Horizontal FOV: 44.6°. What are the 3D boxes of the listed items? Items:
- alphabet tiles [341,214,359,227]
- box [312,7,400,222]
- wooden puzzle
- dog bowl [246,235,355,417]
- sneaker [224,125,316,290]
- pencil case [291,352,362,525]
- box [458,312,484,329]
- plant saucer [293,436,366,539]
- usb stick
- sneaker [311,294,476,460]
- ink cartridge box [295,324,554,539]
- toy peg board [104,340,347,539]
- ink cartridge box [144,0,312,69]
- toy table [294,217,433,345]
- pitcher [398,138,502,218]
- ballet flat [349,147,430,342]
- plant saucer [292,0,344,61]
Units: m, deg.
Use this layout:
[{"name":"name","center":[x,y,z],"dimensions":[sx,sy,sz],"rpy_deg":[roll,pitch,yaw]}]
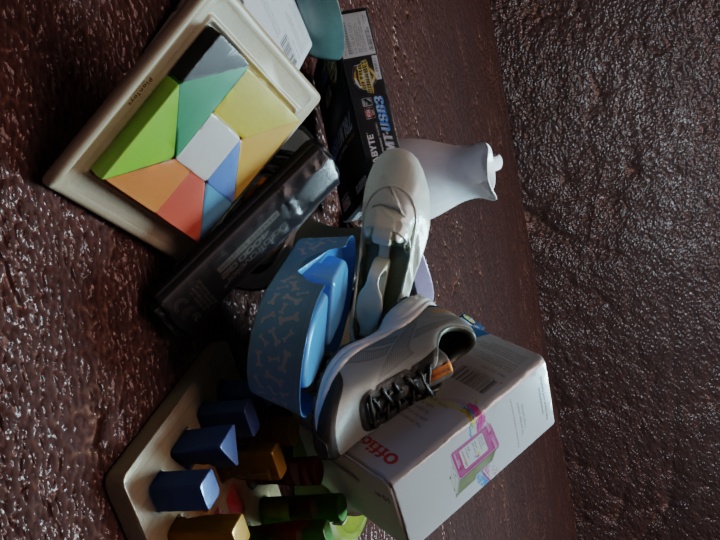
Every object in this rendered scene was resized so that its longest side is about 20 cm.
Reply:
[{"name":"alphabet tiles","center":[0.054,0.024,1.195],"dimensions":[0.167,0.008,0.200],"rpy_deg":[46,-8,39]},{"name":"box","center":[-0.006,-0.172,1.030],"dimensions":[0.200,0.049,0.201],"rpy_deg":[144,-65,-79]},{"name":"wooden puzzle","center":[-0.120,-0.100,0.671],"dimensions":[0.185,0.037,0.200],"rpy_deg":[-51,156,0]},{"name":"dog bowl","center":[-0.048,0.040,0.761],"dimensions":[0.200,0.049,0.113],"rpy_deg":[-64,162,-61]},{"name":"sneaker","center":[-0.081,-0.076,0.838],"dimensions":[0.080,0.073,0.201],"rpy_deg":[92,10,-48]},{"name":"pencil case","center":[-0.028,0.160,0.907],"dimensions":[0.089,0.077,0.202],"rpy_deg":[-37,108,-42]},{"name":"box","center":[0.083,0.157,1.159],"dimensions":[0.201,0.038,0.136],"rpy_deg":[-58,171,16]},{"name":"plant saucer","center":[-0.025,0.230,1.017],"dimensions":[0.200,0.031,0.202],"rpy_deg":[-7,90,-72]},{"name":"usb stick","center":[-0.093,-0.029,0.730],"dimensions":[0.200,0.033,0.056],"rpy_deg":[-46,142,-14]},{"name":"sneaker","center":[0.029,0.092,0.769],"dimensions":[0.200,0.079,0.075],"rpy_deg":[-42,136,-37]},{"name":"ink cartridge box","center":[0.061,0.142,0.826],"dimensions":[0.199,0.144,0.085],"rpy_deg":[-32,123,-28]},{"name":"toy peg board","center":[-0.091,0.190,0.731],"dimensions":[0.200,0.097,0.201],"rpy_deg":[-61,140,-61]},{"name":"ink cartridge box","center":[-0.122,-0.191,0.802],"dimensions":[0.117,0.067,0.201],"rpy_deg":[65,35,-41]},{"name":"toy table","center":[0.000,0.000,0.962],"dimensions":[0.200,0.116,0.185],"rpy_deg":[74,-10,-73]},{"name":"pitcher","center":[0.101,-0.134,1.258],"dimensions":[0.171,0.198,0.123],"rpy_deg":[-35,116,-69]},{"name":"ballet flat","center":[0.024,-0.013,0.827],"dimensions":[0.069,0.069,0.202],"rpy_deg":[-21,122,-71]},{"name":"plant saucer","center":[-0.082,-0.304,0.914],"dimensions":[0.201,0.036,0.200],"rpy_deg":[57,-12,19]}]
